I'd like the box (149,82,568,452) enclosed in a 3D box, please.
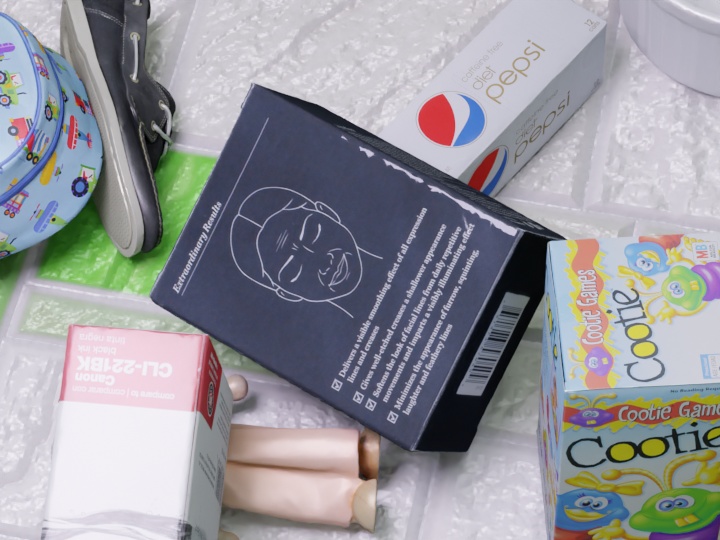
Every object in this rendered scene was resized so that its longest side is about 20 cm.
[{"bbox_3d":[0.000,0.000,1.714,0.199,0.107,0.149,30,97,19],"label":"box"}]

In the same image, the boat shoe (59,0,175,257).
[{"bbox_3d":[-0.150,-0.100,1.847,0.067,0.072,0.201,-2,56,-20],"label":"boat shoe"}]

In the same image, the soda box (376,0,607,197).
[{"bbox_3d":[0.077,-0.097,1.839,0.064,0.068,0.200,33,62,21],"label":"soda box"}]

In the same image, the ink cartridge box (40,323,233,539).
[{"bbox_3d":[-0.128,0.147,1.596,0.083,0.144,0.201,4,74,5],"label":"ink cartridge box"}]

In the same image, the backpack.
[{"bbox_3d":[-0.272,-0.086,1.783,0.199,0.135,0.183,-21,56,0],"label":"backpack"}]

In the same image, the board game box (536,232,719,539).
[{"bbox_3d":[0.159,0.079,1.635,0.102,0.200,0.105,-3,55,-1],"label":"board game box"}]

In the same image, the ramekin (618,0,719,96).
[{"bbox_3d":[0.264,-0.210,1.896,0.199,0.098,0.202,-1,56,1],"label":"ramekin"}]

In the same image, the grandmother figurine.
[{"bbox_3d":[-0.088,0.114,1.705,0.199,0.061,0.122,3,47,0],"label":"grandmother figurine"}]
